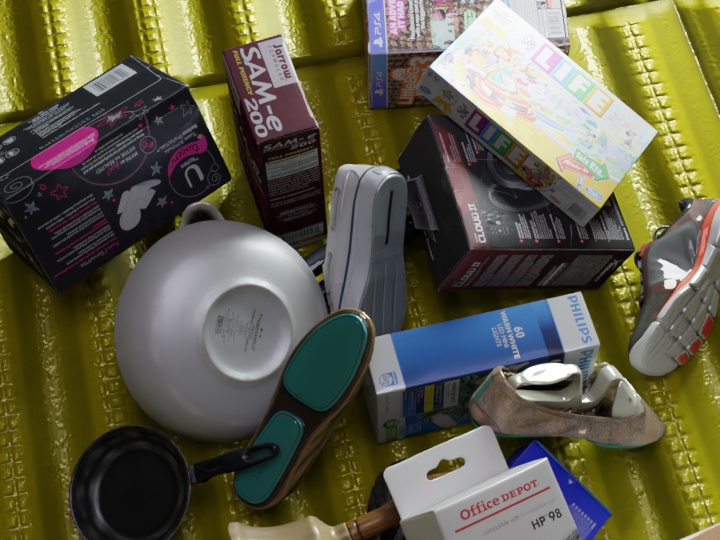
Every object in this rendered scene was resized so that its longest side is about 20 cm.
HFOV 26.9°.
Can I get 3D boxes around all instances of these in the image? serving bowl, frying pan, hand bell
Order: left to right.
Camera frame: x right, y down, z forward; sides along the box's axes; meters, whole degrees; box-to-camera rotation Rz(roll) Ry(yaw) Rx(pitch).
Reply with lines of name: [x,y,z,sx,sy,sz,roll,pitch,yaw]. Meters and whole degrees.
frying pan: [-0.169,0.170,1.307,0.190,0.031,0.115,-37,69,3]
serving bowl: [-0.111,0.054,1.317,0.200,0.066,0.200,1,89,-26]
hand bell: [0.002,0.213,1.245,0.200,0.104,0.104,-27,64,1]

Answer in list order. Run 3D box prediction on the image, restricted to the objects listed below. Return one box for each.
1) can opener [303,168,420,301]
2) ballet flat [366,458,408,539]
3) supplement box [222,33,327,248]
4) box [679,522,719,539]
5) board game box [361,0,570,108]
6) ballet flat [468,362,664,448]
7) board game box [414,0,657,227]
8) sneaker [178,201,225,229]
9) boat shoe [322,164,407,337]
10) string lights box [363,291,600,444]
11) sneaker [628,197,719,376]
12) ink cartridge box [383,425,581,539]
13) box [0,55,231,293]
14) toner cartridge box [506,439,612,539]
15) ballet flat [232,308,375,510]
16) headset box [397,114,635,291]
can opener: [0.004,-0.024,1.432,0.200,0.079,0.063,-43,108,-17]
ballet flat: [0.031,0.256,1.271,0.066,0.057,0.200,-1,62,-3]
supplement box: [-0.077,-0.112,1.391,0.061,0.200,0.109,-17,62,-8]
box: [0.343,0.300,1.216,0.152,0.106,0.200,-23,63,-11]
board game box: [0.102,-0.260,1.528,0.200,0.097,0.160,-2,61,0]
ballet flat: [0.190,0.113,1.298,0.200,0.067,0.068,4,31,-28]
board game box: [0.165,-0.148,1.393,0.200,0.034,0.134,40,50,2]
sneaker: [-0.141,0.028,1.379,0.067,0.090,0.200,-6,62,-3]
boat shoe: [0.000,0.000,1.374,0.067,0.073,0.200,19,104,41]
string lights box: [0.104,0.086,1.337,0.200,0.103,0.059,-12,60,-6]
sneaker: [0.290,0.012,1.407,0.082,0.077,0.200,14,58,39]
ink cartridge box: [0.112,0.227,1.192,0.116,0.067,0.200,-20,84,-27]
box: [-0.248,-0.093,1.411,0.200,0.115,0.132,-35,35,-18]
toner cartridge box: [0.115,0.245,1.257,0.095,0.043,0.200,45,62,0]
ballet flat: [-0.044,0.118,1.301,0.069,0.063,0.200,38,101,22]
headset box: [0.135,-0.062,1.393,0.200,0.077,0.149,-2,59,-26]
